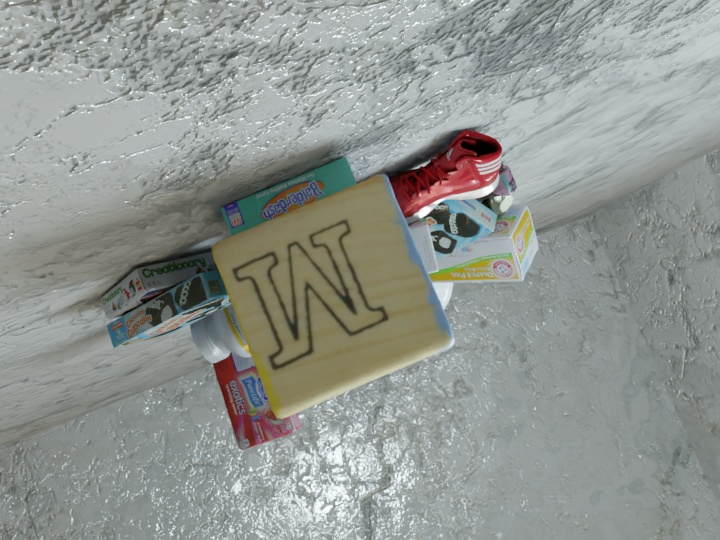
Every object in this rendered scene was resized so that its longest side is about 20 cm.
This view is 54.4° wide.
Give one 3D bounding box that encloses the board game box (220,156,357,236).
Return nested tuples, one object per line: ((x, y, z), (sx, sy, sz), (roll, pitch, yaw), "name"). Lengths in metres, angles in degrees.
((-0.075, -0.065, 0.861), (0.151, 0.045, 0.200), (-22, 172, -1), "board game box")

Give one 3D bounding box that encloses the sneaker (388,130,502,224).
((0.090, -0.129, 0.905), (0.199, 0.079, 0.116), (-22, 157, -8), "sneaker")

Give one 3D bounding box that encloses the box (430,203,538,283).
((0.223, -0.049, 1.340), (0.199, 0.102, 0.113), (-2, -145, 33), "box")

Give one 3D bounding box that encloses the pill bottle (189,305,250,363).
((-0.153, 0.064, 1.067), (0.199, 0.113, 0.112), (-25, 173, 9), "pill bottle")

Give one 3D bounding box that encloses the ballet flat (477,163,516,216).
((0.242, -0.135, 1.266), (0.069, 0.072, 0.200), (-25, 174, -2), "ballet flat")

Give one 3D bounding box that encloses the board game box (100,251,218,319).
((-0.241, 0.012, 0.971), (0.199, 0.035, 0.126), (-16, 172, -45), "board game box")

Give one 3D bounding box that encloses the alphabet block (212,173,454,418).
((-0.027, 0.037, 0.795), (0.199, 0.198, 0.195), (-22, 170, -2), "alphabet block")

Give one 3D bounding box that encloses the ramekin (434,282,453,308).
((0.085, 0.019, 1.473), (0.200, 0.202, 0.097), (-27, 165, 34), "ramekin")

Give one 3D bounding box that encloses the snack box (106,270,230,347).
((-0.236, 0.048, 0.950), (0.199, 0.037, 0.116), (-25, 173, 31), "snack box")

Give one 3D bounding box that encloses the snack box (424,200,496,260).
((0.112, -0.071, 1.141), (0.200, 0.116, 0.037), (-32, -147, 54), "snack box")

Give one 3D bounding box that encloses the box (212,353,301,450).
((-0.180, 0.192, 1.193), (0.099, 0.202, 0.095), (-20, 172, 0), "box")

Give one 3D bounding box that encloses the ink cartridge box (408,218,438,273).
((0.003, -0.014, 0.970), (0.198, 0.068, 0.117), (-13, -173, 6), "ink cartridge box")
